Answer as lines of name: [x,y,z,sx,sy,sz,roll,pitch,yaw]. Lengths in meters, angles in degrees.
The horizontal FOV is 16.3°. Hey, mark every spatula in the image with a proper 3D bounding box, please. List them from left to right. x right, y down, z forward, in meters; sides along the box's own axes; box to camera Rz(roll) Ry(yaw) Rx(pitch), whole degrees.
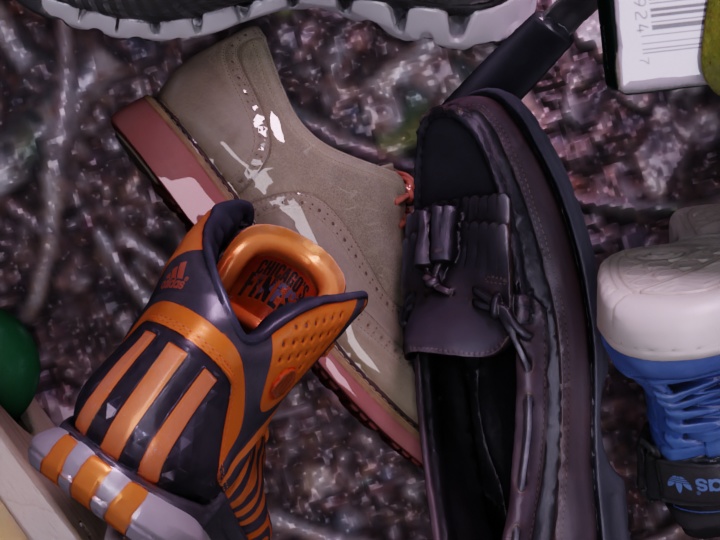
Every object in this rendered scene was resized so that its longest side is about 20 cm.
spatula: [0.074,-0.089,0.862,0.056,0.200,0.021,34,51,-10]

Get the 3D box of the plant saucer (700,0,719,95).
plant saucer: [0.210,-0.135,0.709,0.199,0.048,0.200,7,96,0]

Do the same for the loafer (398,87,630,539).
loafer: [0.045,0.038,0.860,0.063,0.072,0.200,-10,88,-34]

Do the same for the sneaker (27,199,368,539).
sneaker: [-0.041,0.043,0.849,0.078,0.200,0.112,35,85,6]

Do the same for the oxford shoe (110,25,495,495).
oxford shoe: [0.000,0.000,0.907,0.075,0.070,0.200,-41,98,-5]

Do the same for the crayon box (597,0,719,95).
crayon box: [0.168,-0.127,0.760,0.200,0.052,0.126,-6,96,2]

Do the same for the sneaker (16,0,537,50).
sneaker: [-0.031,-0.128,0.876,0.200,0.067,0.091,2,141,-6]

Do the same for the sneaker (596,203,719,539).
sneaker: [0.126,0.042,0.853,0.077,0.200,0.111,-4,97,12]

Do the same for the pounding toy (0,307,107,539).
pounding toy: [-0.186,0.055,0.866,0.200,0.142,0.184,-35,97,2]
